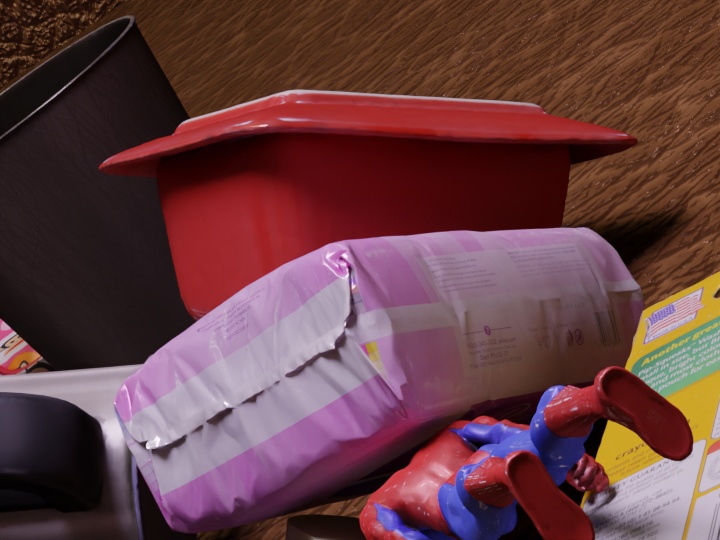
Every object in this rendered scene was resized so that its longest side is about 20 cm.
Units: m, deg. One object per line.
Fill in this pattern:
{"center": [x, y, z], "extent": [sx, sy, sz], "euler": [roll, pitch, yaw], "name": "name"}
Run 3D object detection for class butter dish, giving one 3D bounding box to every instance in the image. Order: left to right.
{"center": [0.000, 0.000, 1.106], "extent": [0.200, 0.148, 0.199], "euler": [2, -5, -27], "name": "butter dish"}

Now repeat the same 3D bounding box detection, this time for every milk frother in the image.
{"center": [-0.177, 0.145, 1.058], "extent": [0.188, 0.200, 0.181], "euler": [-5, 0, 9], "name": "milk frother"}

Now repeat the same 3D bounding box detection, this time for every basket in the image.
{"center": [-0.126, -0.008, 1.281], "extent": [0.180, 0.200, 0.136], "euler": [-30, 17, 31], "name": "basket"}

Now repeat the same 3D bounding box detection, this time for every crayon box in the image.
{"center": [0.138, 0.055, 0.774], "extent": [0.126, 0.052, 0.200], "euler": [-30, 17, 29], "name": "crayon box"}

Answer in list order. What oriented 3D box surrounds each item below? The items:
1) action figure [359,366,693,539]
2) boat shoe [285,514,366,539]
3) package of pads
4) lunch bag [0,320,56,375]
{"center": [0.043, 0.072, 0.763], "extent": [0.065, 0.052, 0.200], "euler": [-46, 6, -16], "name": "action figure"}
{"center": [0.016, 0.132, 0.814], "extent": [0.200, 0.071, 0.063], "euler": [-162, 80, -70], "name": "boat shoe"}
{"center": [0.015, 0.037, 0.912], "extent": [0.120, 0.076, 0.200], "euler": [-29, -13, 31], "name": "package of pads"}
{"center": [-0.135, 0.018, 1.456], "extent": [0.200, 0.082, 0.176], "euler": [-41, 16, -15], "name": "lunch bag"}
